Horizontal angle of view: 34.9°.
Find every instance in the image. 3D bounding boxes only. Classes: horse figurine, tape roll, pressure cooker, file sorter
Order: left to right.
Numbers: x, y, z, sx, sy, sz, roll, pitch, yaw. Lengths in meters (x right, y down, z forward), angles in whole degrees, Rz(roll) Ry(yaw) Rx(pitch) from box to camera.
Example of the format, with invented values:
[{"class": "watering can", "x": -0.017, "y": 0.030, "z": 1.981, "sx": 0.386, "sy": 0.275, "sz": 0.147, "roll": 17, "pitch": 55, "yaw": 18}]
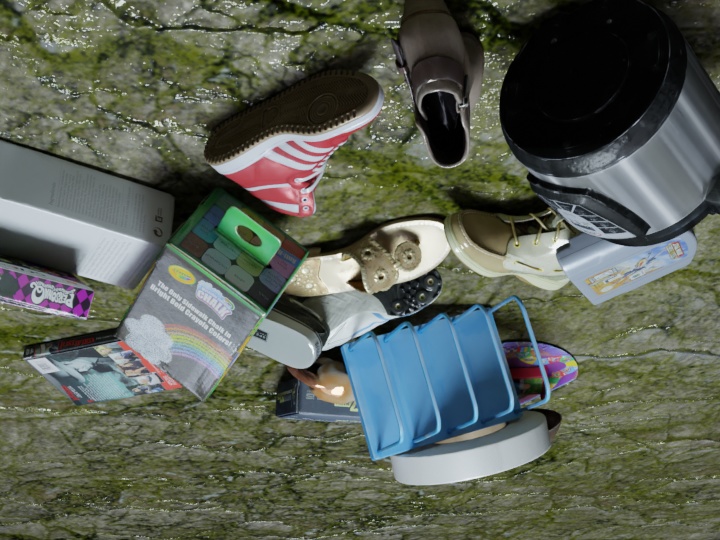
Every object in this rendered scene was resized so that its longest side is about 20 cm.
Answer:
[{"class": "horse figurine", "x": -0.013, "y": 0.125, "z": 1.408, "sx": 0.197, "sy": 0.133, "sz": 0.050, "roll": 6, "pitch": 114, "yaw": -25}, {"class": "file sorter", "x": 0.099, "y": 0.119, "z": 1.327, "sx": 0.197, "sy": 0.141, "sz": 0.123, "roll": -13, "pitch": 168, "yaw": -18}, {"class": "tape roll", "x": 0.134, "y": 0.214, "z": 1.397, "sx": 0.200, "sy": 0.038, "sz": 0.203, "roll": -14, "pitch": -178, "yaw": 0}, {"class": "pressure cooker", "x": 0.238, "y": -0.119, "z": 1.011, "sx": 0.177, "sy": 0.178, "sz": 0.200, "roll": -25, "pitch": 142, "yaw": 26}]

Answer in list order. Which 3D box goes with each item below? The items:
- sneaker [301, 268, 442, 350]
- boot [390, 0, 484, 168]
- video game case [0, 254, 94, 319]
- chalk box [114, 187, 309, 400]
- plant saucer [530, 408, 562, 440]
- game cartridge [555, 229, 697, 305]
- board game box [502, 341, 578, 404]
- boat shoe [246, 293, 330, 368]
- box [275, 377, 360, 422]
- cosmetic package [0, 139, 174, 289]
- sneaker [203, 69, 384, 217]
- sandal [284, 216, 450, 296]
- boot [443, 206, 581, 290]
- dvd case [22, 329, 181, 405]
[{"class": "sneaker", "x": 0.006, "y": 0.038, "z": 1.349, "sx": 0.198, "sy": 0.073, "sz": 0.072, "roll": -21, "pitch": 174, "yaw": 18}, {"class": "boot", "x": 0.071, "y": -0.150, "z": 0.976, "sx": 0.069, "sy": 0.148, "sz": 0.200, "roll": -14, "pitch": 146, "yaw": 14}, {"class": "video game case", "x": -0.382, "y": -0.002, "z": 1.174, "sx": 0.179, "sy": 0.036, "sz": 0.200, "roll": 17, "pitch": -179, "yaw": -26}, {"class": "chalk box", "x": -0.145, "y": 0.009, "z": 1.182, "sx": 0.124, "sy": 0.124, "sz": 0.200, "roll": 36, "pitch": 127, "yaw": -3}, {"class": "plant saucer", "x": 0.177, "y": 0.231, "z": 1.542, "sx": 0.197, "sy": 0.033, "sz": 0.200, "roll": -13, "pitch": -176, "yaw": 1}, {"class": "game cartridge", "x": 0.283, "y": -0.018, "z": 1.194, "sx": 0.132, "sy": 0.042, "sz": 0.200, "roll": -22, "pitch": 162, "yaw": 16}, {"class": "board game box", "x": 0.203, "y": 0.164, "z": 1.568, "sx": 0.157, "sy": 0.039, "sz": 0.199, "roll": 25, "pitch": 139, "yaw": -35}, {"class": "boat shoe", "x": -0.129, "y": 0.043, "z": 1.315, "sx": 0.198, "sy": 0.064, "sz": 0.071, "roll": 29, "pitch": 127, "yaw": 4}, {"class": "box", "x": -0.004, "y": 0.176, "z": 1.514, "sx": 0.197, "sy": 0.052, "sz": 0.158, "roll": 5, "pitch": 169, "yaw": -14}, {"class": "cosmetic package", "x": -0.302, "y": -0.055, "z": 1.168, "sx": 0.198, "sy": 0.075, "sz": 0.102, "roll": 19, "pitch": 142, "yaw": -26}, {"class": "sneaker", "x": -0.041, "y": -0.117, "z": 1.090, "sx": 0.198, "sy": 0.072, "sz": 0.112, "roll": -15, "pitch": 142, "yaw": 32}, {"class": "sandal", "x": 0.002, "y": 0.005, "z": 1.263, "sx": 0.209, "sy": 0.070, "sz": 0.078, "roll": -12, "pitch": 123, "yaw": 17}, {"class": "boot", "x": 0.199, "y": -0.049, "z": 1.211, "sx": 0.198, "sy": 0.073, "sz": 0.154, "roll": 15, "pitch": 145, "yaw": -38}, {"class": "dvd case", "x": -0.315, "y": 0.123, "z": 1.488, "sx": 0.197, "sy": 0.022, "sz": 0.146, "roll": -13, "pitch": 146, "yaw": 13}]
